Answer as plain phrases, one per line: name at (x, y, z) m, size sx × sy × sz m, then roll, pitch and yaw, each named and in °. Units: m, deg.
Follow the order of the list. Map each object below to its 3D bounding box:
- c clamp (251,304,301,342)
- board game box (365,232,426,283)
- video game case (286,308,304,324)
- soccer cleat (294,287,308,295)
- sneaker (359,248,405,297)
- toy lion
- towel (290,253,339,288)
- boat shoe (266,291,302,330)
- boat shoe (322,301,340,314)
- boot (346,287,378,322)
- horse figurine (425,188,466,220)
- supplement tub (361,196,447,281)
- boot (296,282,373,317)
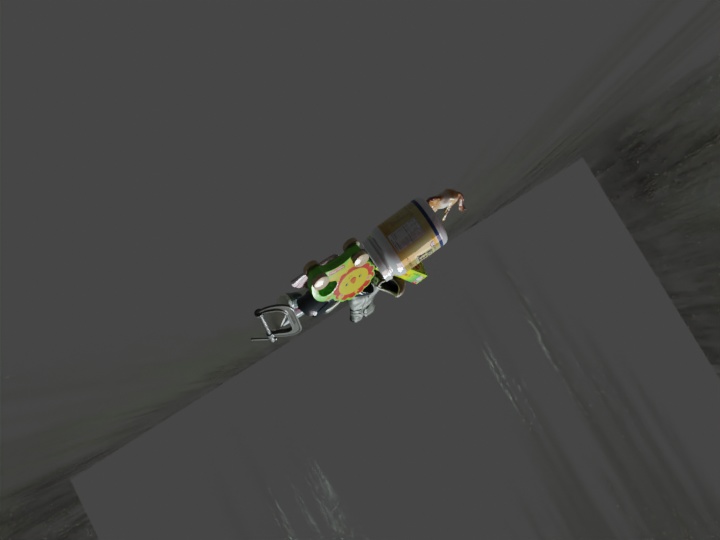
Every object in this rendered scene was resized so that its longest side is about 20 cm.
c clamp at (-0.261, 0.161, 1.714) m, size 0.165 × 0.028 × 0.202 m, roll -2°, pitch 144°, yaw 1°
board game box at (0.106, -0.036, 1.676) m, size 0.047 × 0.104 × 0.197 m, roll -37°, pitch 145°, yaw 29°
video game case at (-0.181, 0.128, 2.017) m, size 0.197 × 0.024 × 0.182 m, roll -30°, pitch 177°, yaw -18°
soccer cleat at (-0.127, 0.056, 1.824) m, size 0.194 × 0.080 × 0.069 m, roll -11°, pitch 171°, yaw -1°
sneaker at (0.046, 0.007, 1.675) m, size 0.071 × 0.197 × 0.076 m, roll -58°, pitch -174°, yaw 26°
toy lion at (-0.049, 0.020, 1.539) m, size 0.197 × 0.069 × 0.194 m, roll -29°, pitch 147°, yaw -18°
towel at (-0.113, 0.006, 1.635) m, size 0.144 × 0.030 × 0.200 m, roll -34°, pitch 174°, yaw 5°
boat shoe at (-0.233, 0.123, 1.763) m, size 0.061 × 0.074 × 0.200 m, roll -22°, pitch 164°, yaw -35°
boat shoe at (-0.074, 0.075, 1.896) m, size 0.203 × 0.072 × 0.064 m, roll -55°, pitch 155°, yaw -38°
boot at (0.034, 0.077, 1.909) m, size 0.197 × 0.068 × 0.133 m, roll -32°, pitch 137°, yaw -18°
horse figurine at (0.236, -0.191, 1.686) m, size 0.196 × 0.050 × 0.134 m, roll -20°, pitch 152°, yaw -27°
supplement tub at (0.114, -0.079, 1.503) m, size 0.198 × 0.146 × 0.144 m, roll -35°, pitch 174°, yaw 1°
boot at (-0.076, 0.071, 1.699) m, size 0.197 × 0.078 × 0.167 m, roll 9°, pitch 140°, yaw -48°
